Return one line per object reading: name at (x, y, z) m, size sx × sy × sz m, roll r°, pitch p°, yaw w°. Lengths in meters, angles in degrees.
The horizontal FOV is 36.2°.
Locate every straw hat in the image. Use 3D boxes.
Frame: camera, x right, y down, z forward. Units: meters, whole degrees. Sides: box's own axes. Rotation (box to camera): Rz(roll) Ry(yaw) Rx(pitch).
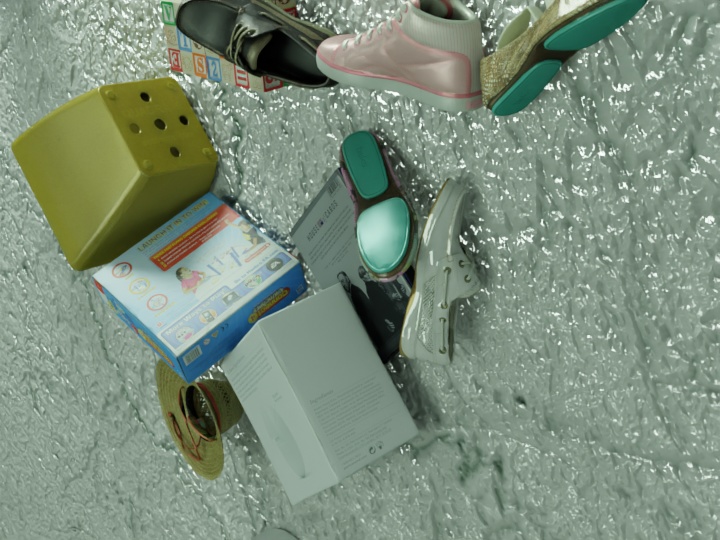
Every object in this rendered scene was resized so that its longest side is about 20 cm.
straw hat at (-0.217, 0.200, 1.605) m, size 0.200 × 0.084 × 0.203 m, roll 36°, pitch 138°, yaw 41°

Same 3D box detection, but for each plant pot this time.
plant pot at (-0.308, -0.146, 1.465) m, size 0.176 × 0.199 × 0.202 m, roll -37°, pitch 79°, yaw 41°

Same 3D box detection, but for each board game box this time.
board game box at (-0.204, 0.016, 1.395) m, size 0.195 × 0.199 × 0.056 m, roll 36°, pitch 153°, yaw 35°

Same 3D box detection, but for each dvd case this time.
dvd case at (0.000, 0.000, 1.279) m, size 0.201 × 0.025 × 0.150 m, roll 59°, pitch 143°, yaw 12°

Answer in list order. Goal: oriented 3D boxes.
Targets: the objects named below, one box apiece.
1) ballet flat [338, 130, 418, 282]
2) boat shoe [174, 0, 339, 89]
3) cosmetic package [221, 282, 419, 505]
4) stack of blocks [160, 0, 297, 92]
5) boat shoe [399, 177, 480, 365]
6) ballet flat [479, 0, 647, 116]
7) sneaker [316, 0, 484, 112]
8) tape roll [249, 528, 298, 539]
ballet flat at (0.023, -0.059, 1.155) m, size 0.071 × 0.068 × 0.202 m, roll 60°, pitch -169°, yaw -52°
boat shoe at (-0.106, -0.247, 1.171) m, size 0.197 × 0.073 × 0.075 m, roll 17°, pitch 115°, yaw 4°
cosmetic package at (-0.054, 0.151, 1.319) m, size 0.202 × 0.122 × 0.199 m, roll 61°, pitch 154°, yaw 7°
stack of blocks at (-0.156, -0.286, 1.298) m, size 0.199 × 0.058 × 0.117 m, roll 20°, pitch 123°, yaw 45°
boat shoe at (0.093, 0.005, 1.138) m, size 0.068 × 0.071 × 0.203 m, roll 17°, pitch 116°, yaw 15°
ballet flat at (0.162, -0.206, 0.938) m, size 0.200 × 0.070 × 0.066 m, roll -36°, pitch 65°, yaw 49°
sneaker at (0.039, -0.228, 1.069) m, size 0.199 × 0.075 × 0.106 m, roll 22°, pitch 129°, yaw 35°
tape roll at (-0.120, 0.493, 1.646) m, size 0.201 × 0.070 × 0.205 m, roll 27°, pitch 128°, yaw 41°
